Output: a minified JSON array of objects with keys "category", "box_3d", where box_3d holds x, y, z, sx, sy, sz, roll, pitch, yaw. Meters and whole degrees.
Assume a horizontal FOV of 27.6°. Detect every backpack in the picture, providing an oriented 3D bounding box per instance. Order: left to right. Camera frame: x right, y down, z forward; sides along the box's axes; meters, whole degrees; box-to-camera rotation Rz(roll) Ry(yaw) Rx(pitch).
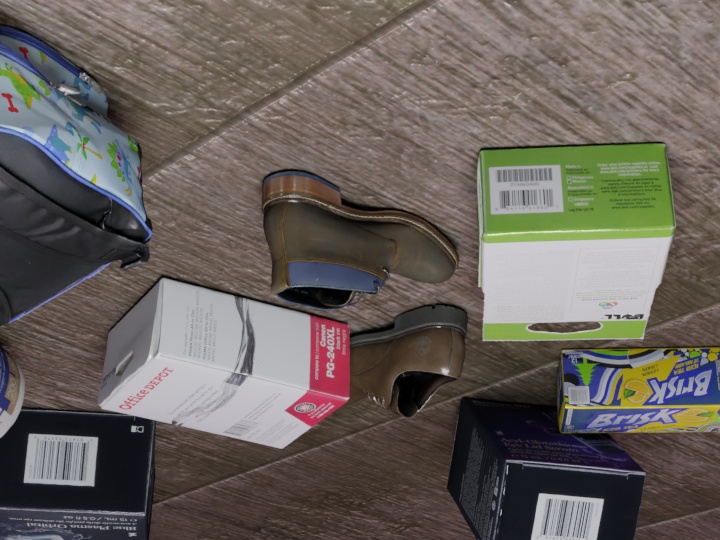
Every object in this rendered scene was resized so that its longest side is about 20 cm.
[{"category":"backpack","box_3d":[-0.262,-0.073,0.993,0.181,0.149,0.200,-25,149,17]}]

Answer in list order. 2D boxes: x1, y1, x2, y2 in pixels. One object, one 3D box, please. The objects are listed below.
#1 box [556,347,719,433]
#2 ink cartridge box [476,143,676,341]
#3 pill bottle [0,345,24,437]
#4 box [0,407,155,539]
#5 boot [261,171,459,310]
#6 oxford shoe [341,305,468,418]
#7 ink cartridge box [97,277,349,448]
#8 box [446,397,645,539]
[{"category":"box","box_3d":[0.294,0.118,1.445,0.197,0.065,0.070,0,152,3]},{"category":"ink cartridge box","box_3d":[0.166,-0.016,1.184,0.145,0.077,0.201,-2,153,3]},{"category":"pill bottle","box_3d":[-0.401,0.083,1.341,0.109,0.112,0.200,-8,151,16]},{"category":"box","box_3d":[-0.330,0.246,1.641,0.193,0.119,0.201,4,153,-6]},{"category":"boot","box_3d":[0.000,0.000,1.191,0.198,0.098,0.074,21,147,-32]},{"category":"oxford shoe","box_3d":[0.021,0.103,1.402,0.072,0.086,0.199,19,149,-34]},{"category":"ink cartridge box","box_3d":[-0.128,0.090,1.378,0.198,0.084,0.145,16,149,-26]},{"category":"box","box_3d":[0.181,0.212,1.477,0.146,0.106,0.200,6,-168,-12]}]
